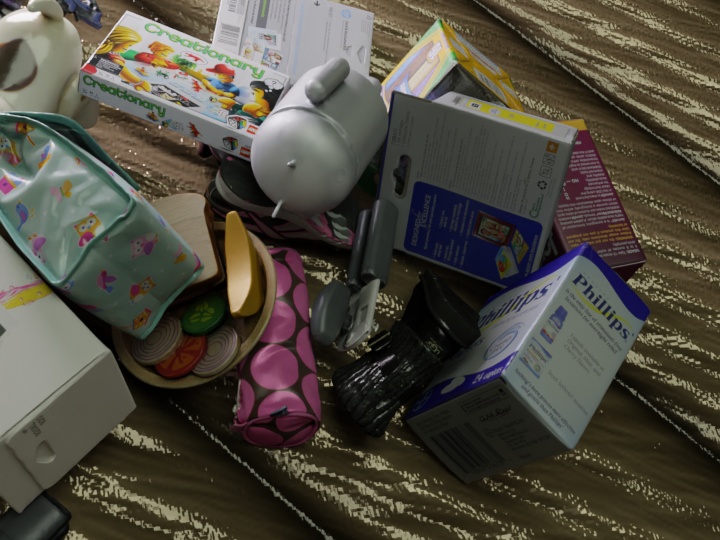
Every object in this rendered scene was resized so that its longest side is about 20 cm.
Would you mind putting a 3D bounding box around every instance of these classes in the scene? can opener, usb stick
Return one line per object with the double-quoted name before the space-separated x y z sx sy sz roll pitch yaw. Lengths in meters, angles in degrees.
"can opener" 0.000 0.000 1.129 0.066 0.052 0.201 38 44 -23
"usb stick" -0.336 0.272 0.920 0.055 0.033 0.200 38 56 8

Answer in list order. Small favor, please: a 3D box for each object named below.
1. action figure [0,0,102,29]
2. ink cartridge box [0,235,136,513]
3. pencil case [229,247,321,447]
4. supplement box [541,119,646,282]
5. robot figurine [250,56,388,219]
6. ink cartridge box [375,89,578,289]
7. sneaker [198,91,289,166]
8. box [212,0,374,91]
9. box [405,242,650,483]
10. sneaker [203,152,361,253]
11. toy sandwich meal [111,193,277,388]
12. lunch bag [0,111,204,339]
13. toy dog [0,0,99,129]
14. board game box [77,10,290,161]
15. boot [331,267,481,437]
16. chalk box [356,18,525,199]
"action figure" -0.396 -0.354 1.261 0.199 0.104 0.195 35 59 -27
"ink cartridge box" -0.322 0.079 0.939 0.144 0.148 0.200 -41 71 -19
"pencil case" -0.094 0.075 1.090 0.092 0.091 0.202 0 58 -15
"supplement box" 0.232 -0.057 1.253 0.102 0.131 0.202 -8 62 -21
"robot figurine" -0.042 -0.135 1.098 0.112 0.171 0.201 17 41 13
"ink cartridge box" 0.119 -0.090 1.166 0.198 0.200 0.047 21 38 16
"sneaker" -0.095 -0.145 1.221 0.197 0.076 0.117 4 66 12
"box" -0.085 -0.281 1.333 0.197 0.041 0.158 11 58 -11
"box" 0.171 0.098 1.094 0.105 0.184 0.200 45 55 -7
"sneaker" -0.087 -0.069 1.186 0.198 0.086 0.081 24 55 -30
"toy sandwich meal" -0.175 0.016 1.060 0.202 0.070 0.208 -9 59 16
"lunch bag" -0.263 -0.053 0.986 0.200 0.171 0.122 40 84 26
"toy dog" -0.360 -0.166 1.086 0.139 0.194 0.201 36 48 -10
"board game box" -0.186 -0.199 1.142 0.198 0.035 0.127 21 44 -3
"boot" 0.046 0.083 1.129 0.079 0.211 0.158 44 99 -1
"chalk box" 0.077 -0.160 1.232 0.124 0.200 0.124 33 27 -26
